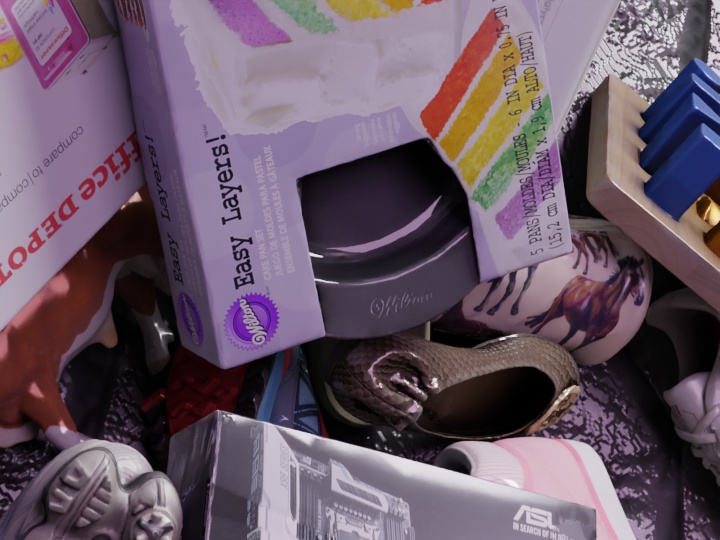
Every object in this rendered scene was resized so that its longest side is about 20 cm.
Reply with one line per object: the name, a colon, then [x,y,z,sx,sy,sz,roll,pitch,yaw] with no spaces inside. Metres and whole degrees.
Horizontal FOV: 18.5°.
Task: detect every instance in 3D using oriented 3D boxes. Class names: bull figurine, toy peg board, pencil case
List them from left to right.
bull figurine: [-0.147,0.031,1.001,0.121,0.065,0.200,45,63,-16]
pencil case: [0.056,-0.010,1.146,0.199,0.090,0.078,15,31,-24]
toy peg board: [0.231,-0.042,1.213,0.199,0.098,0.200,39,20,-8]

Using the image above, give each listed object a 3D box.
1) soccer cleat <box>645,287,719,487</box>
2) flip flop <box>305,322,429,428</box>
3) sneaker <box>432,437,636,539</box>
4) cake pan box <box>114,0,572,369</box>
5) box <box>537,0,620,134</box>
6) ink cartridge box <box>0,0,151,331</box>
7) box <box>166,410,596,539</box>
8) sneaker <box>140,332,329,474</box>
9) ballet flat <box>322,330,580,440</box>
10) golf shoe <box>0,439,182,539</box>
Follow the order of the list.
soccer cleat: [0.208,0.097,1.202,0.086,0.070,0.201,2,58,-31]
flip flop: [0.000,0.000,1.053,0.081,0.201,0.058,-9,34,-6]
sneaker: [0.092,0.154,1.062,0.104,0.076,0.201,10,33,-30]
cake pan box: [-0.006,-0.071,0.968,0.183,0.052,0.201,-16,110,-20]
box: [0.021,-0.180,1.102,0.171,0.201,0.199,15,23,-26]
ink cartridge box: [-0.175,-0.094,0.919,0.145,0.084,0.201,-49,130,-30]
box: [0.008,0.160,0.940,0.199,0.050,0.159,18,63,-27]
sneaker: [-0.048,0.100,1.048,0.096,0.079,0.201,44,34,-44]
ballet flat: [0.055,0.062,1.090,0.046,0.068,0.200,46,17,31]
golf shoe: [-0.147,0.160,0.926,0.078,0.097,0.200,37,87,-19]
